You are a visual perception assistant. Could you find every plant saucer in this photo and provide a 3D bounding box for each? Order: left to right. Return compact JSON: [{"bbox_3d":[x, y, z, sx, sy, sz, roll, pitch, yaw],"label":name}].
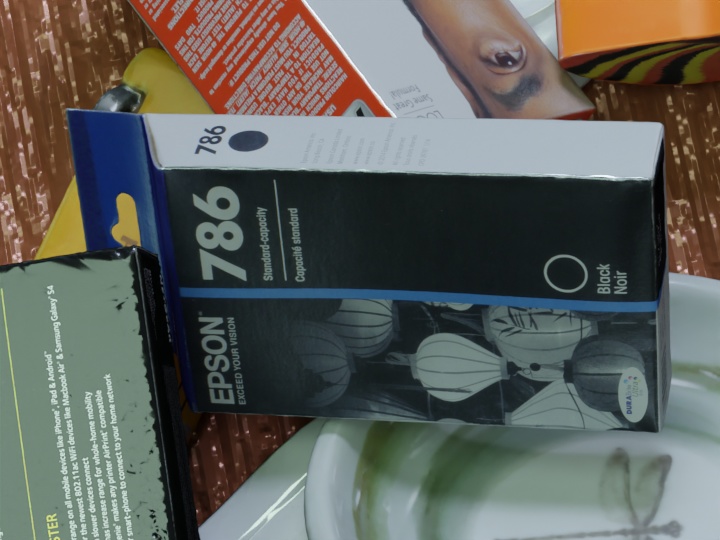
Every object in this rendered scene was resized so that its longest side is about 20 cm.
[{"bbox_3d":[0.082,0.081,0.898,0.199,0.050,0.201,-5,38,4],"label":"plant saucer"}]

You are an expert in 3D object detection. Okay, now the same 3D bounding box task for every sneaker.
[{"bbox_3d":[-0.022,0.117,0.942,0.085,0.073,0.200,42,67,19],"label":"sneaker"}]

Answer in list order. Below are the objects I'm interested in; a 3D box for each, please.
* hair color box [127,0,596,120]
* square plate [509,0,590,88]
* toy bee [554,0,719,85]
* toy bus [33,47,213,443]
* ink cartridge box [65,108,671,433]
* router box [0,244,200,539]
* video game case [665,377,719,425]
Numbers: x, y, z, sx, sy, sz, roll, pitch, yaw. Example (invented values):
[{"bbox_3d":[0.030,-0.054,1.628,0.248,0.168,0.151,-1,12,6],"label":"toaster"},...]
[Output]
[{"bbox_3d":[-0.021,-0.105,0.969,0.200,0.111,0.064,53,125,14],"label":"hair color box"},{"bbox_3d":[0.060,-0.178,1.024,0.200,0.028,0.198,-41,73,3],"label":"square plate"},{"bbox_3d":[0.172,-0.087,0.946,0.199,0.108,0.132,15,89,35],"label":"toy bee"},{"bbox_3d":[-0.087,0.026,0.993,0.065,0.078,0.201,24,85,18],"label":"toy bus"},{"bbox_3d":[0.000,0.000,0.892,0.198,0.039,0.100,2,124,13],"label":"ink cartridge box"},{"bbox_3d":[-0.123,0.102,0.859,0.148,0.051,0.202,-9,85,4],"label":"router box"},{"bbox_3d":[0.112,0.139,0.948,0.179,0.025,0.201,10,81,16],"label":"video game case"}]
